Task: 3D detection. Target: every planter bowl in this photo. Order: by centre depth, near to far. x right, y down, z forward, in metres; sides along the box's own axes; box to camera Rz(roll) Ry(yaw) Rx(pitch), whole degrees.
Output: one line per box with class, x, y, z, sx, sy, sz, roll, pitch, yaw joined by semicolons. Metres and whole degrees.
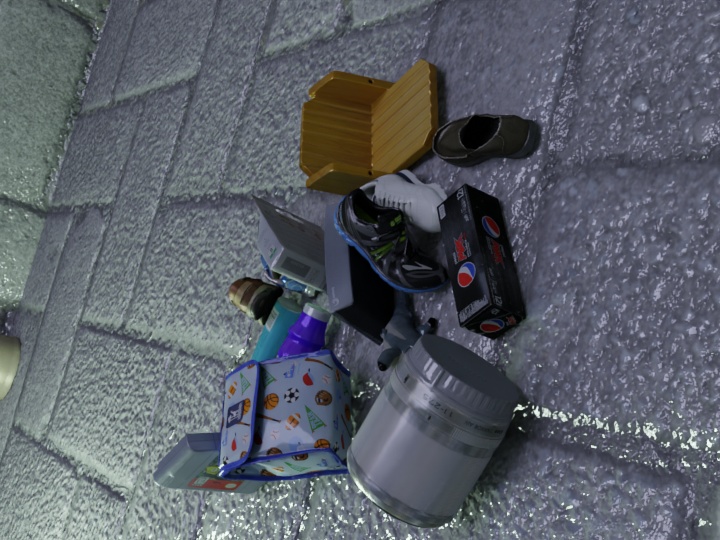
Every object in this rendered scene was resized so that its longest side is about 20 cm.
planter bowl;-1.159;0.289;3.020;0.199;0.134;0.202;-30;51;44

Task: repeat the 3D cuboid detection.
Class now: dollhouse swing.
dollhouse swing;0.011;-0.247;1.568;0.176;0.180;0.202;125;150;-58

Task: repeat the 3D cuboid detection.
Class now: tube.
tube;-0.168;0.143;1.723;0.201;0.050;0.078;-61;4;18

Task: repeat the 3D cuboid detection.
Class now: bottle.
bottle;-0.107;0.154;1.597;0.202;0.065;0.083;-66;-9;5

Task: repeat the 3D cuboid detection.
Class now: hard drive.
hard drive;0.000;0.000;1.477;0.042;0.135;0.202;-26;48;28

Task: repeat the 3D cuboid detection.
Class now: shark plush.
shark plush;0.080;0.100;1.400;0.083;0.091;0.201;-30;26;17

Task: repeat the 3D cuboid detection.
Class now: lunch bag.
lunch bag;-0.121;0.224;1.474;0.198;0.124;0.172;-9;57;16

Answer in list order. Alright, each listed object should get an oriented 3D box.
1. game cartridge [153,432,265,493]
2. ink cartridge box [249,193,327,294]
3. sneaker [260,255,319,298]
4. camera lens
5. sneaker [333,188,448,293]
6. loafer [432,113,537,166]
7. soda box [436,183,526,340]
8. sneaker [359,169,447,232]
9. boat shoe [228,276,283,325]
game cartridge;-0.216;0.310;1.566;0.133;0.198;0.041;-49;45;30
ink cartridge box;-0.106;-0.039;1.623;0.050;0.160;0.200;-56;35;13
sneaker;-0.136;-0.012;1.730;0.199;0.076;0.077;23;94;59
camera lens;0.087;0.203;1.213;0.201;0.159;0.160;-61;34;14
sneaker;0.044;-0.042;1.405;0.199;0.071;0.083;41;138;14
loafer;0.165;-0.197;1.391;0.199;0.069;0.076;-1;73;55
soda box;0.160;-0.013;1.300;0.063;0.070;0.202;-38;45;37
sneaker;0.068;-0.097;1.452;0.200;0.080;0.077;-148;52;-62
boat shoe;-0.185;0.044;1.696;0.076;0.073;0.200;-60;-5;-6
